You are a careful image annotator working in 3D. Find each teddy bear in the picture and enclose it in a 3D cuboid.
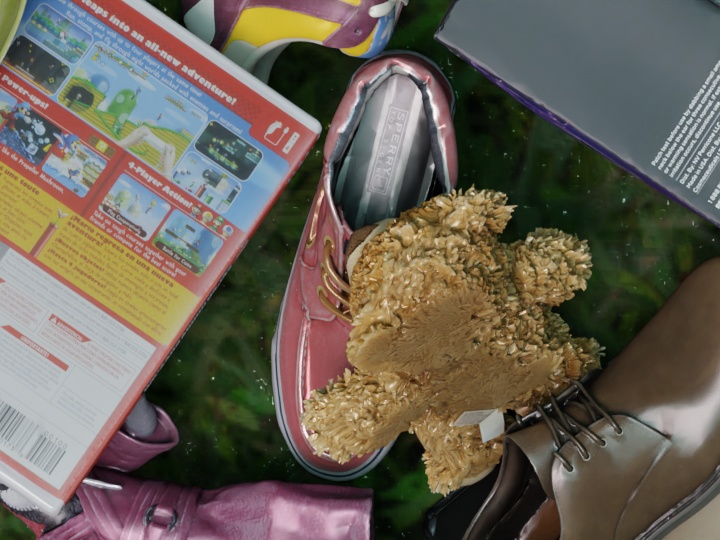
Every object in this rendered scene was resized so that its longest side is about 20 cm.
[{"bbox_3d":[0.041,0.030,1.102,0.145,0.200,0.067,-42,57,17],"label":"teddy bear"}]

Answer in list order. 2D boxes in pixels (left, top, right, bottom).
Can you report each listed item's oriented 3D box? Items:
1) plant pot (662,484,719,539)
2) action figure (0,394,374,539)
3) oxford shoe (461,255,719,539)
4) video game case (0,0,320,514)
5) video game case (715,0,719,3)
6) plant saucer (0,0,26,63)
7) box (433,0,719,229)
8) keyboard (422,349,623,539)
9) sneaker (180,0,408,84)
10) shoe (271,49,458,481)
[{"bbox_3d":[0.240,0.158,1.058,0.186,0.200,0.189,-3,109,-9],"label":"plant pot"},{"bbox_3d":[-0.082,0.116,1.135,0.199,0.149,0.135,21,81,5],"label":"action figure"},{"bbox_3d":[0.111,0.073,1.093,0.084,0.073,0.201,23,105,-39],"label":"oxford shoe"},{"bbox_3d":[-0.129,-0.020,1.067,0.143,0.017,0.201,34,77,1],"label":"video game case"},{"bbox_3d":[0.150,-0.124,1.095,0.199,0.143,0.018,34,97,0],"label":"video game case"},{"bbox_3d":[-0.226,-0.123,1.060,0.198,0.031,0.202,-3,75,11],"label":"plant saucer"},{"bbox_3d":[0.108,-0.090,1.071,0.141,0.200,0.079,36,95,0],"label":"box"},{"bbox_3d":[0.133,0.096,1.175,0.200,0.040,0.104,-39,68,6],"label":"keyboard"},{"bbox_3d":[0.008,-0.146,1.119,0.199,0.075,0.091,-28,87,29],"label":"sneaker"},{"bbox_3d":[0.000,0.000,1.138,0.071,0.091,0.202,12,95,2],"label":"shoe"}]
